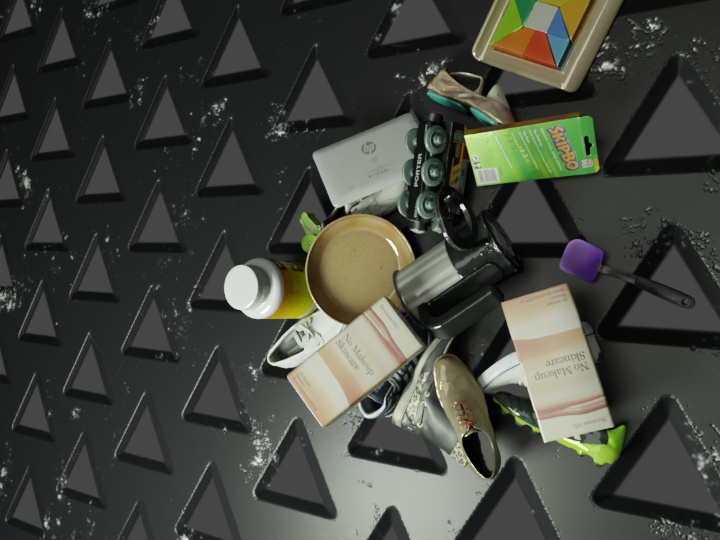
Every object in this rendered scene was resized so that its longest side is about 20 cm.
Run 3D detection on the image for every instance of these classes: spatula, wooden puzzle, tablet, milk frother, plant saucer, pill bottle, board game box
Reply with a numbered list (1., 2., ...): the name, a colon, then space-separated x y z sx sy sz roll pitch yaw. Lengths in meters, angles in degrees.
1. spatula: 0.398 0.009 0.914 0.198 0.020 0.057 25 112 27
2. wooden puzzle: 0.301 -0.409 0.993 0.199 0.037 0.187 31 102 28
3. tablet: 0.023 -0.201 1.096 0.198 0.014 0.131 -22 64 -2
4. milk frother: 0.127 -0.018 0.965 0.187 0.181 0.200 -35 104 23
5. plant saucer: 0.000 0.000 1.101 0.197 0.035 0.203 0 92 -3
6. pill bottle: -0.158 0.035 1.138 0.108 0.199 0.111 -2 86 29
7. board game box: 0.272 -0.191 0.971 0.198 0.030 0.096 -1 127 32

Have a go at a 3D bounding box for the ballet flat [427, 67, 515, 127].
1. ballet flat: 0.200 -0.290 1.029 0.199 0.068 0.068 37 97 25

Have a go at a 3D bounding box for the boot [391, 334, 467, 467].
1. boot: 0.158 0.207 1.019 0.153 0.073 0.205 31 100 22

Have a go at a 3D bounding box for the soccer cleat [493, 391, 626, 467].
1. soccer cleat: 0.304 0.223 0.937 0.198 0.067 0.082 24 88 23

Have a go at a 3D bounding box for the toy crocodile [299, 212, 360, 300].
1. toy crocodile: -0.059 -0.025 1.162 0.061 0.067 0.202 -31 74 21

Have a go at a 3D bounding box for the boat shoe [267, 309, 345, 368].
1. boat shoe: -0.099 0.128 1.171 0.200 0.065 0.074 -44 66 23

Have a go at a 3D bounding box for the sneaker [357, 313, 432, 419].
1. sneaker: 0.057 0.167 1.055 0.070 0.108 0.202 24 99 28

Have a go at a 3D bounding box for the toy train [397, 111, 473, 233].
1. toy train: 0.132 -0.161 1.032 0.085 0.113 0.203 12 96 60

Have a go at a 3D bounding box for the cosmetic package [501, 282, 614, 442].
1. cosmetic package: 0.279 0.129 0.871 0.102 0.087 0.202 -19 81 16

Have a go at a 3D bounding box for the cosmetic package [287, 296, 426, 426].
1. cosmetic package: -0.004 0.144 0.973 0.200 0.087 0.104 -41 78 3

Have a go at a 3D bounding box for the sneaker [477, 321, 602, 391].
1. sneaker: 0.276 0.152 0.947 0.199 0.073 0.071 -32 68 24

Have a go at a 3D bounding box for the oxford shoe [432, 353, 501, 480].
1. oxford shoe: 0.168 0.222 0.940 0.070 0.075 0.202 -25 79 4

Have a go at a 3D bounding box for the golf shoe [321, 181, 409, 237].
1. golf shoe: 0.009 -0.127 1.111 0.200 0.097 0.078 -50 63 16
